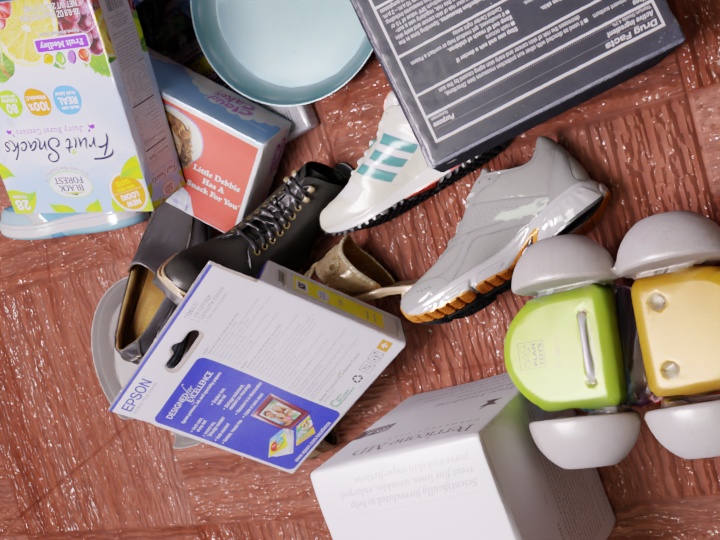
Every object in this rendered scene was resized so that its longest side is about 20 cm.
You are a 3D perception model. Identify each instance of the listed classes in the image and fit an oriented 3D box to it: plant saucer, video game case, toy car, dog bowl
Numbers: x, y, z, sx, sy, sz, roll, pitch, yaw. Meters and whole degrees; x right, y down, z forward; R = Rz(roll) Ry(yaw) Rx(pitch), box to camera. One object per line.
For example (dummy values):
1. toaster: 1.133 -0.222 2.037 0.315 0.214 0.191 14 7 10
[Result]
1. plant saucer: -0.065 -0.255 0.827 0.198 0.027 0.202 3 100 19
2. video game case: -0.154 -0.193 0.915 0.199 0.023 0.183 -22 91 33
3. toy car: 0.217 0.057 0.691 0.199 0.150 0.177 -13 78 27
4. dog bowl: -0.210 0.095 0.998 0.199 0.059 0.202 7 105 28

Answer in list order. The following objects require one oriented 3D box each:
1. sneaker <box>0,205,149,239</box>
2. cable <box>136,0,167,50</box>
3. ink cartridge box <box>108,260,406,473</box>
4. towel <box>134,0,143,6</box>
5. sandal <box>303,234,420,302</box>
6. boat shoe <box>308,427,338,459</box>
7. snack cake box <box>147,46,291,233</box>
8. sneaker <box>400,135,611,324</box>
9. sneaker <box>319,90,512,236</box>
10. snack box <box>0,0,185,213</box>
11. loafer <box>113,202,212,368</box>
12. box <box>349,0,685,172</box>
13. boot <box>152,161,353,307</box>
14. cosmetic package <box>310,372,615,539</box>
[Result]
1. sneaker: -0.336 -0.106 1.011 0.198 0.080 0.132 -5 102 21
2. cable: -0.287 -0.267 0.941 0.199 0.051 0.164 19 112 24
3. ink cartridge box: -0.094 0.085 0.807 0.199 0.047 0.198 26 121 -23
4. towel: -0.240 -0.318 0.868 0.200 0.024 0.145 -40 74 -1
5. sandal: 0.002 -0.001 0.846 0.210 0.078 0.070 -4 96 22
6. boat shoe: -0.078 0.108 0.910 0.071 0.076 0.201 -13 116 23
7. snack cake box: -0.179 -0.133 0.874 0.199 0.067 0.116 28 125 6
8. sneaker: 0.110 -0.033 0.763 0.199 0.076 0.092 -36 69 7
9. sneaker: 0.035 -0.107 0.801 0.199 0.070 0.094 -29 84 27
10. snack box: -0.270 -0.155 0.819 0.167 0.068 0.201 0 120 23
11. loafer: -0.202 0.000 0.906 0.072 0.072 0.202 2 79 22
12. box: 0.102 -0.206 0.672 0.199 0.123 0.200 -25 89 10
13. boot: -0.094 -0.041 0.815 0.077 0.200 0.139 41 115 11
14. cosmetic package: 0.095 0.197 0.762 0.164 0.200 0.166 -20 91 30
